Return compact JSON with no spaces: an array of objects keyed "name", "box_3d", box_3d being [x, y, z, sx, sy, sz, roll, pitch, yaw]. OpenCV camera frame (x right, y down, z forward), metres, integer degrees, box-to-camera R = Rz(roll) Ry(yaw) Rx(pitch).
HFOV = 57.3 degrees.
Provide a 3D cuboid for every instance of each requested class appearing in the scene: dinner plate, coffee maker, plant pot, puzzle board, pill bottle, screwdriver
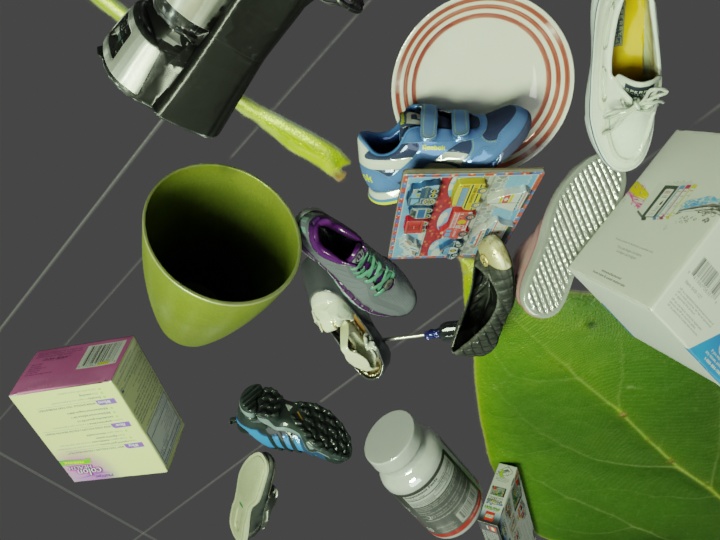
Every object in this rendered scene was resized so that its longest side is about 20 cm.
[{"name":"dinner plate","box_3d":[0.131,-0.198,0.717,0.194,0.025,0.205,2,125,3]},{"name":"coffee maker","box_3d":[-0.128,-0.236,0.646,0.190,0.136,0.200,34,123,-19]},{"name":"plant pot","box_3d":[-0.189,0.009,0.817,0.183,0.191,0.201,23,140,-12]},{"name":"puzzle board","box_3d":[0.111,-0.057,0.754,0.146,0.018,0.201,-1,157,-3]},{"name":"pill bottle","box_3d":[0.099,0.318,1.035,0.114,0.117,0.201,-28,118,23]},{"name":"screwdriver","box_3d":[0.075,0.096,0.932,0.194,0.030,0.028,-13,142,14]}]

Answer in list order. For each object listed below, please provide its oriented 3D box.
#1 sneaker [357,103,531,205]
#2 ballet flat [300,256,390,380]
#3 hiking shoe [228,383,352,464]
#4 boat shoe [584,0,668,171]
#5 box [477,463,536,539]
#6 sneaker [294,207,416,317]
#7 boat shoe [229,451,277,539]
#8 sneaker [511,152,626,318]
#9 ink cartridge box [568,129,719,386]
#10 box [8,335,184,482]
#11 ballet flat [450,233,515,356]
[{"name":"sneaker","box_3d":[0.084,-0.139,0.707,0.195,0.075,0.083,-19,120,17]},{"name":"ballet flat","box_3d":[-0.020,0.072,0.890,0.072,0.074,0.202,-23,117,21]},{"name":"hiking shoe","box_3d":[-0.106,0.251,1.043,0.196,0.075,0.087,29,132,-3]},{"name":"boat shoe","box_3d":[0.275,-0.186,0.664,0.072,0.087,0.207,-8,120,4]},{"name":"box","box_3d":[0.249,0.434,1.106,0.034,0.111,0.204,4,130,33]},{"name":"sneaker","box_3d":[0.000,0.000,0.821,0.198,0.087,0.075,36,84,-19]},{"name":"boat shoe","box_3d":[-0.179,0.391,1.158,0.066,0.072,0.204,-7,127,-36]},{"name":"sneaker","box_3d":[0.239,-0.046,0.796,0.074,0.105,0.204,25,96,-4]},{"name":"ink cartridge box","box_3d":[0.361,-0.021,0.703,0.146,0.145,0.201,38,92,-23]},{"name":"box","box_3d":[-0.399,0.218,1.024,0.171,0.098,0.204,-10,124,12]},{"name":"ballet flat","box_3d":[0.151,0.041,0.817,0.055,0.067,0.204,-16,136,-16]}]
